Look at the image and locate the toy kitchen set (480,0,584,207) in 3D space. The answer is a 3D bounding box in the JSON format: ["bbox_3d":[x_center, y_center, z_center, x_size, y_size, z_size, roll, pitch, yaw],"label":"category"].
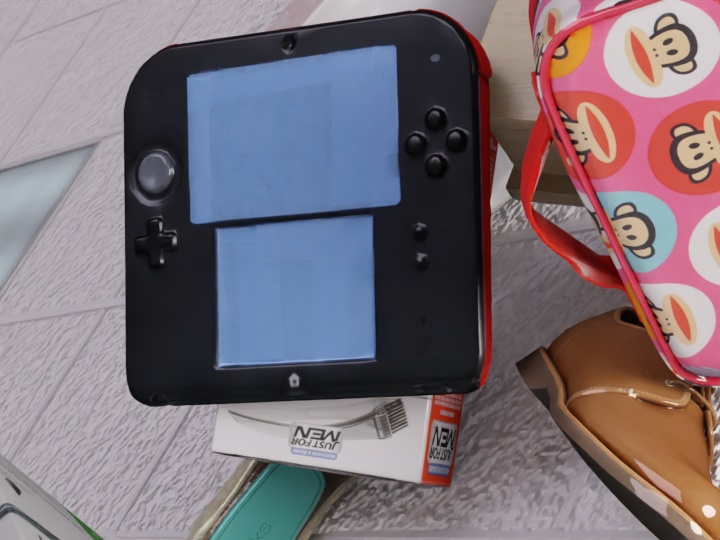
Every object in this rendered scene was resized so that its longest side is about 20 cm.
[{"bbox_3d":[0.180,-0.111,1.069,0.180,0.163,0.200,7,65,32],"label":"toy kitchen set"}]

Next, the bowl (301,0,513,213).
[{"bbox_3d":[0.042,-0.084,1.195,0.201,0.201,0.090,-46,63,1],"label":"bowl"}]

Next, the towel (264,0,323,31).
[{"bbox_3d":[-0.024,-0.143,1.417,0.191,0.032,0.200,-48,24,-2],"label":"towel"}]

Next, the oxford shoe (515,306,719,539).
[{"bbox_3d":[0.125,0.063,0.937,0.071,0.071,0.200,-39,25,5],"label":"oxford shoe"}]

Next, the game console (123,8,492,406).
[{"bbox_3d":[-0.029,-0.027,1.032,0.199,0.031,0.178,-4,79,31],"label":"game console"}]

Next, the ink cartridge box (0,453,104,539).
[{"bbox_3d":[-0.160,0.184,1.114,0.083,0.147,0.200,-46,26,-2],"label":"ink cartridge box"}]

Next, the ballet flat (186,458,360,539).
[{"bbox_3d":[-0.025,0.088,1.142,0.200,0.067,0.062,-46,15,0],"label":"ballet flat"}]

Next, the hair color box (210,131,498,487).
[{"bbox_3d":[0.000,0.000,1.075,0.111,0.064,0.201,7,84,19],"label":"hair color box"}]

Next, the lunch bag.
[{"bbox_3d":[0.151,-0.049,0.878,0.176,0.200,0.082,-20,32,10],"label":"lunch bag"}]
